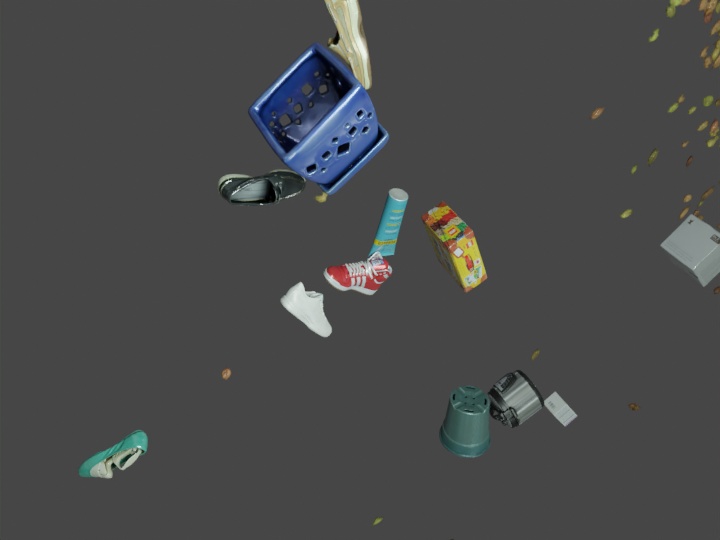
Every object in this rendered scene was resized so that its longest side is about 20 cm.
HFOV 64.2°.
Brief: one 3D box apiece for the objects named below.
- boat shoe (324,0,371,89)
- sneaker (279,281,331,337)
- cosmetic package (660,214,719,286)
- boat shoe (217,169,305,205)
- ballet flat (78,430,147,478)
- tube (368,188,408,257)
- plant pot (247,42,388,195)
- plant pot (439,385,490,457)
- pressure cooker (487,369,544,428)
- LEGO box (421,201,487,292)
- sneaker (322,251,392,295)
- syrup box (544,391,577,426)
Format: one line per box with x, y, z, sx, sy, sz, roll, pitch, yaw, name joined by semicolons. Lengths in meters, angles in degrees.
-0.028;-0.444;1.113;0.075;0.072;0.202;-16;128;0;boat shoe
-0.121;0.102;1.510;0.089;0.075;0.200;-49;136;-4;sneaker
1.296;-0.075;2.206;0.199;0.166;0.166;28;109;-43;cosmetic package
-0.201;-0.170;1.223;0.196;0.066;0.075;-3;127;-31;boat shoe
-0.646;0.496;1.498;0.198;0.071;0.068;-31;137;-6;ballet flat
0.073;-0.114;1.470;0.076;0.051;0.202;-3;134;-19;tube
-0.072;-0.282;1.124;0.200;0.201;0.180;-42;143;6;plant pot
0.400;0.555;2.152;0.197;0.200;0.199;-15;126;-22;plant pot
0.592;0.511;2.237;0.199;0.179;0.177;-35;140;-2;pressure cooker
0.254;-0.063;1.550;0.077;0.150;0.201;-33;137;-2;LEGO box
0.000;0.000;1.483;0.198;0.072;0.112;13;132;-48;sneaker
0.913;0.635;2.623;0.081;0.079;0.200;-42;137;5;syrup box
